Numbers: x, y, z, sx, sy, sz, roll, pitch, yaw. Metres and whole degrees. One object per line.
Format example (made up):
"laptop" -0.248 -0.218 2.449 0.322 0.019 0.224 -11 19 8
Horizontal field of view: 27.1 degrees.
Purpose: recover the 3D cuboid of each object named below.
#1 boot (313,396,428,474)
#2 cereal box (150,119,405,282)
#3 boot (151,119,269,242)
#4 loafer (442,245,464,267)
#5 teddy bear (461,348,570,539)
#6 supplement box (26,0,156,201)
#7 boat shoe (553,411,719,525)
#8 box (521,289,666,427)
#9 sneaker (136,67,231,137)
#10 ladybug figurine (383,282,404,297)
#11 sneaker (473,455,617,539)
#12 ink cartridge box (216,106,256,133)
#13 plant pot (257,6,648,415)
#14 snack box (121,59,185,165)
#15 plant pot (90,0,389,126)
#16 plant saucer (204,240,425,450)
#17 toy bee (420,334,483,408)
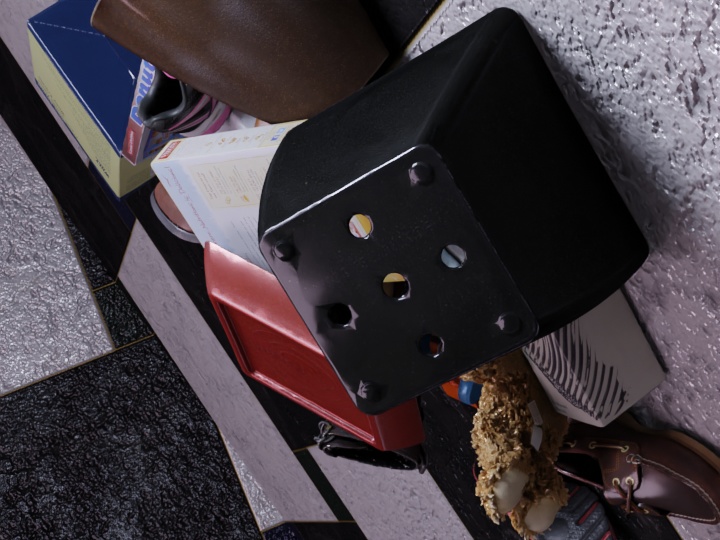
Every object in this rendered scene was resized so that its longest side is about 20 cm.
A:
"boot" -0.012 0.100 1.459 0.198 0.175 0.070 18 144 2
"cereal box" -0.062 -0.051 1.226 0.199 0.040 0.145 -2 130 39
"boot" -0.102 -0.111 1.361 0.188 0.068 0.202 32 113 39
"loafer" 0.081 -0.039 1.233 0.072 0.063 0.200 34 -169 -29
"teddy bear" 0.118 0.110 1.173 0.066 0.144 0.202 -18 71 37
"supplement box" -0.298 -0.225 1.845 0.201 0.134 0.200 54 164 7
"boat shoe" 0.219 0.161 1.177 0.071 0.070 0.200 62 162 -19
"box" 0.142 0.012 1.109 0.201 0.068 0.082 59 165 -13
"sneaker" -0.142 -0.200 1.369 0.080 0.086 0.201 41 121 25
"ladybug figurine" 0.000 0.000 1.332 0.201 0.071 0.137 -75 -12 -57
"sneaker" 0.193 0.240 1.450 0.200 0.074 0.087 45 175 48
"ink cartridge box" -0.074 -0.115 1.483 0.200 0.083 0.145 50 162 20
"plant pot" 0.047 -0.021 0.967 0.201 0.199 0.178 58 -155 -10
"snack box" -0.183 -0.191 1.448 0.024 0.072 0.201 40 137 18
"plant pot" -0.080 -0.204 1.200 0.200 0.187 0.187 39 166 -6
"plant saucer" -0.044 0.076 1.281 0.198 0.037 0.201 27 159 21
"toy bee" 0.098 0.063 1.333 0.130 0.110 0.200 25 177 0
